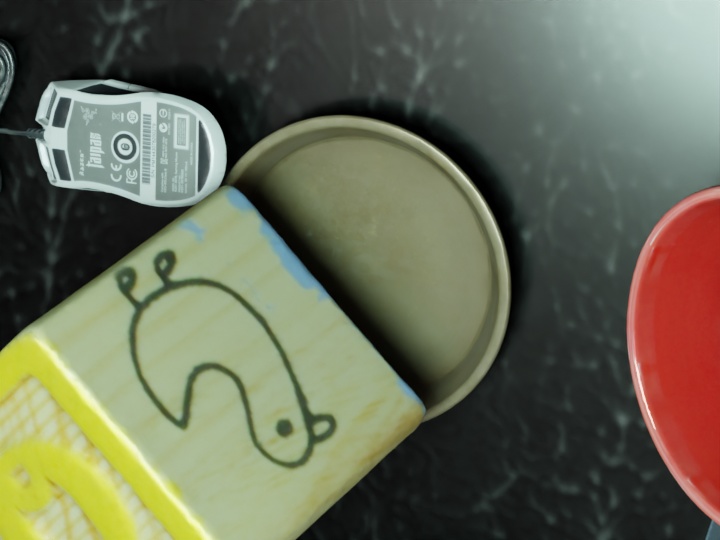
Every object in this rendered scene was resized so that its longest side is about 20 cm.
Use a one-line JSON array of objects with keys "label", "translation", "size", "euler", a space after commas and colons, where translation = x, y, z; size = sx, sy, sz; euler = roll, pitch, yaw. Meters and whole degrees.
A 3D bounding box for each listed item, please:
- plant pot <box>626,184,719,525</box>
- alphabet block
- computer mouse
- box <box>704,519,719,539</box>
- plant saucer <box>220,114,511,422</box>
[{"label": "plant pot", "translation": [0.274, 0.034, 1.568], "size": [0.200, 0.177, 0.202], "euler": [25, 122, 49]}, {"label": "alphabet block", "translation": [-0.120, 0.103, 1.717], "size": [0.195, 0.200, 0.196], "euler": [48, 135, 2]}, {"label": "computer mouse", "translation": [-0.165, -0.082, 1.792], "size": [0.199, 0.044, 0.110], "euler": [10, 106, 23]}, {"label": "box", "translation": [0.275, 0.233, 1.697], "size": [0.181, 0.104, 0.201], "euler": [21, 112, 14]}, {"label": "plant saucer", "translation": [0.000, 0.000, 1.764], "size": [0.199, 0.029, 0.201], "euler": [6, 110, 18]}]
